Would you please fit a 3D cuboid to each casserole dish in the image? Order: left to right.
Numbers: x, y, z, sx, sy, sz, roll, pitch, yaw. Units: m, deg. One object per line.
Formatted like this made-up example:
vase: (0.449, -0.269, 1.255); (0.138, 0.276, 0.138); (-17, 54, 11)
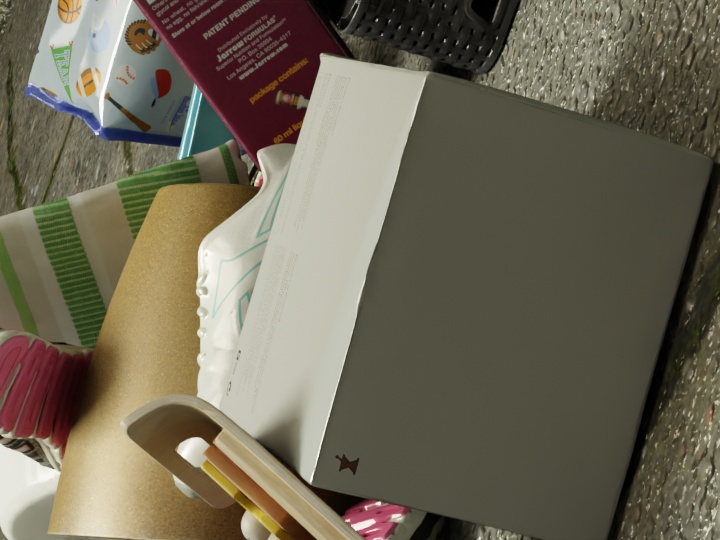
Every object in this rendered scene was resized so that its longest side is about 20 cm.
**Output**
casserole dish: (-0.095, -0.096, 1.739); (0.121, 0.039, 0.201); (-94, 16, -65)

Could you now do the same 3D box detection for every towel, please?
towel: (-0.151, 0.007, 1.579); (0.023, 0.199, 0.153); (-111, 4, -47)

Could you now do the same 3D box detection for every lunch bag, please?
lunch bag: (-0.118, -0.178, 1.923); (0.124, 0.200, 0.171); (32, 108, 40)

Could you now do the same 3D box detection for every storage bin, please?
storage bin: (0.036, -0.214, 1.587); (0.200, 0.093, 0.136); (-117, 45, -68)

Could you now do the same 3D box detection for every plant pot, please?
plant pot: (-0.075, 0.057, 1.494); (0.186, 0.185, 0.201); (162, 113, -71)

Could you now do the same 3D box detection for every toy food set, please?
toy food set: (-0.019, 0.145, 1.217); (0.060, 0.200, 0.144); (-48, -26, -5)

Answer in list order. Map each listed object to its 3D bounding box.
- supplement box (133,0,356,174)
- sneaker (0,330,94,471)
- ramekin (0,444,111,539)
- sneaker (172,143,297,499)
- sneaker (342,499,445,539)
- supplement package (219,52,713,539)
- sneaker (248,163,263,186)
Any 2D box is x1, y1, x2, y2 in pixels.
supplement box: (-0.080, -0.160, 1.565); (0.086, 0.200, 0.110); (-36, 17, 2)
sneaker: (-0.206, 0.068, 1.523); (0.200, 0.087, 0.074); (38, -112, -71)
ramekin: (-0.144, 0.124, 1.708); (0.201, 0.200, 0.098); (130, 144, -55)
sneaker: (-0.055, 0.025, 1.389); (0.201, 0.080, 0.070); (-63, -12, -12)
sneaker: (0.004, 0.196, 1.359); (0.074, 0.088, 0.200); (-23, 26, 38)
supplement package: (0.044, 0.010, 1.254); (0.200, 0.146, 0.192); (-155, 81, -74)
sneaker: (-0.035, -0.065, 1.712); (0.200, 0.080, 0.075); (139, 145, -63)
